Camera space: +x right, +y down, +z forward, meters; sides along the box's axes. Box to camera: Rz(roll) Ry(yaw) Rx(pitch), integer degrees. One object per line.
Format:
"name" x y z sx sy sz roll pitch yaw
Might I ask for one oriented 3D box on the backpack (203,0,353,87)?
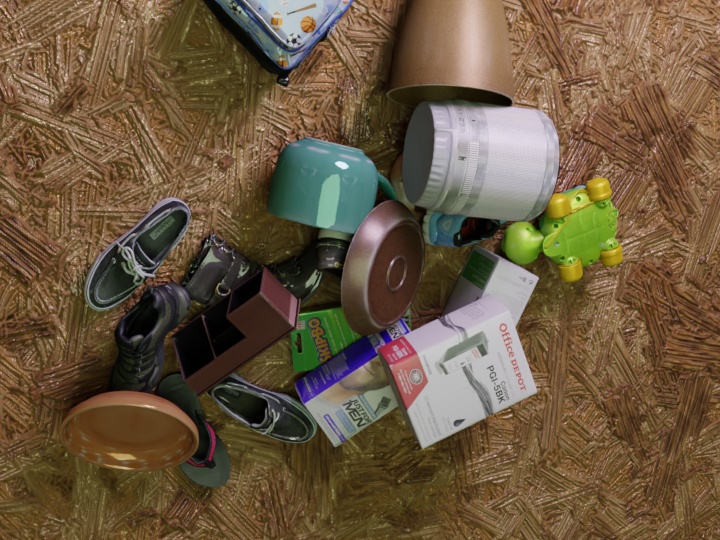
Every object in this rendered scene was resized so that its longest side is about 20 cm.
"backpack" -0.097 -0.387 1.290 0.200 0.154 0.191 45 78 -20

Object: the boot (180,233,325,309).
"boot" -0.157 -0.001 1.412 0.173 0.069 0.201 36 94 -23

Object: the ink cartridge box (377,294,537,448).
"ink cartridge box" 0.145 0.149 1.430 0.198 0.083 0.149 -25 107 -6

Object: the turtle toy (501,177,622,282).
"turtle toy" 0.322 -0.063 1.531 0.197 0.101 0.148 -20 109 -11

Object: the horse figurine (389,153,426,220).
"horse figurine" 0.084 -0.119 1.469 0.131 0.050 0.203 7 105 -26

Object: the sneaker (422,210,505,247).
"sneaker" 0.191 -0.076 1.474 0.198 0.090 0.079 -26 124 -30

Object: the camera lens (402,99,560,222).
"camera lens" 0.174 -0.156 1.371 0.197 0.160 0.163 4 103 -15

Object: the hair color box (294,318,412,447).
"hair color box" 0.010 0.173 1.496 0.199 0.065 0.110 -34 123 -1

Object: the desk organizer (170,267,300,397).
"desk organizer" -0.186 0.089 1.382 0.199 0.072 0.077 -35 116 21

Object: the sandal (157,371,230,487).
"sandal" -0.255 0.252 1.460 0.074 0.045 0.203 -23 110 -11

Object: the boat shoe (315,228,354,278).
"boat shoe" 0.000 0.000 1.429 0.200 0.071 0.062 30 66 -49

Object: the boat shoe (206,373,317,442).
"boat shoe" -0.153 0.220 1.468 0.198 0.071 0.073 27 102 -19

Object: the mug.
"mug" -0.042 -0.125 1.380 0.184 0.150 0.116 0 104 -59

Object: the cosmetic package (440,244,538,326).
"cosmetic package" 0.190 0.075 1.524 0.084 0.108 0.202 23 95 -21

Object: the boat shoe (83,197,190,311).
"boat shoe" -0.313 -0.017 1.356 0.199 0.068 0.074 -42 112 -3

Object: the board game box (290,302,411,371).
"board game box" -0.015 0.096 1.505 0.197 0.030 0.097 -10 109 -18

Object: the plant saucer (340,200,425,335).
"plant saucer" 0.041 0.001 1.394 0.199 0.034 0.203 -29 127 -49

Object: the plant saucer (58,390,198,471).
"plant saucer" -0.332 0.230 1.386 0.196 0.038 0.202 -1 141 -1

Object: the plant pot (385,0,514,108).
"plant pot" 0.133 -0.343 1.368 0.183 0.186 0.204 4 90 -18

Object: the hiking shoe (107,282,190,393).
"hiking shoe" -0.322 0.105 1.359 0.100 0.075 0.202 9 108 -64
